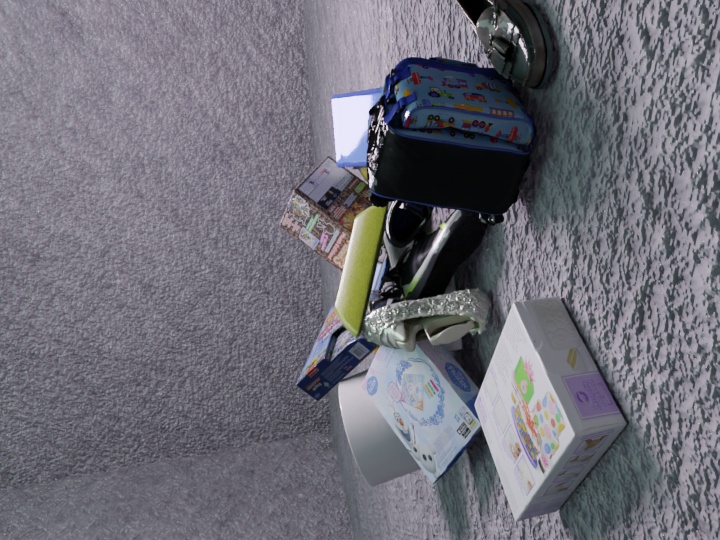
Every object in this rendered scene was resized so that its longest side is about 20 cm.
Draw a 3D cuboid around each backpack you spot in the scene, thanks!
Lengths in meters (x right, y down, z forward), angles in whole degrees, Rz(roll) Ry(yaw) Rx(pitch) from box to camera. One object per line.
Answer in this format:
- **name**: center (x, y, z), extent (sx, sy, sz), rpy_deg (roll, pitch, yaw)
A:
- **backpack**: center (0.094, -0.170, 0.643), extent (0.204, 0.175, 0.138), rpy_deg (-90, 11, -47)

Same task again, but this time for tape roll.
- **tape roll**: center (0.055, 0.284, 1.063), extent (0.203, 0.135, 0.210), rpy_deg (-21, -89, -83)

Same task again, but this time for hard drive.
- **hard drive**: center (0.028, -0.262, 1.028), extent (0.195, 0.025, 0.138), rpy_deg (7, 106, 42)

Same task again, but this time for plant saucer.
- **plant saucer**: center (0.000, 0.000, 0.902), extent (0.200, 0.046, 0.208), rpy_deg (71, -148, -85)

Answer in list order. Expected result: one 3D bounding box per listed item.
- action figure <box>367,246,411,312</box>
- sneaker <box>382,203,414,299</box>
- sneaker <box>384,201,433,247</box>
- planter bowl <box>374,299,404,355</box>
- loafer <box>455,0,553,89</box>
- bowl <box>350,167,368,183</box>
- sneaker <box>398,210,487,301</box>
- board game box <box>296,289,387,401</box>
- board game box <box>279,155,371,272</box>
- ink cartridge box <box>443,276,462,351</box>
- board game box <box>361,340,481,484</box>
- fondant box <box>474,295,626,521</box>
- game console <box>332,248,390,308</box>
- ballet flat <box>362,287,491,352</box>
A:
- **action figure**: center (0.067, 0.069, 0.973), extent (0.119, 0.098, 0.209), rpy_deg (-139, 40, -80)
- **sneaker**: center (0.072, -0.044, 1.049), extent (0.074, 0.076, 0.208), rpy_deg (-63, -24, -63)
- **sneaker**: center (0.091, -0.124, 0.779), extent (0.078, 0.068, 0.205), rpy_deg (-83, 16, -71)
- **planter bowl**: center (0.072, 0.153, 1.210), extent (0.200, 0.080, 0.209), rpy_deg (173, 90, -81)
- **loafer**: center (0.140, -0.263, 0.596), extent (0.073, 0.060, 0.205), rpy_deg (96, 164, -53)
- **bowl**: center (0.029, -0.252, 1.139), extent (0.200, 0.103, 0.209), rpy_deg (173, 90, -81)
- **sneaker**: center (0.102, -0.033, 0.789), extent (0.203, 0.070, 0.084), rpy_deg (-59, 46, 38)
- **board game box**: center (-0.030, 0.123, 1.123), extent (0.200, 0.061, 0.202), rpy_deg (-46, 16, 32)
- **board game box**: center (-0.036, -0.106, 1.127), extent (0.098, 0.197, 0.160), rpy_deg (-56, -2, 42)
- **ink cartridge box**: center (0.132, 0.041, 0.942), extent (0.200, 0.048, 0.168), rpy_deg (6, -102, -84)
- **board game box**: center (0.096, 0.198, 0.874), extent (0.200, 0.043, 0.203), rpy_deg (49, 141, 24)
- **fondant box**: center (0.188, 0.152, 0.597), extent (0.204, 0.056, 0.148), rpy_deg (93, 167, -47)
- **game console**: center (0.000, 0.033, 1.254), extent (0.167, 0.117, 0.207), rpy_deg (22, 97, 32)
- **ballet flat**: center (0.085, 0.075, 0.769), extent (0.071, 0.194, 0.074), rpy_deg (-16, -91, -69)
